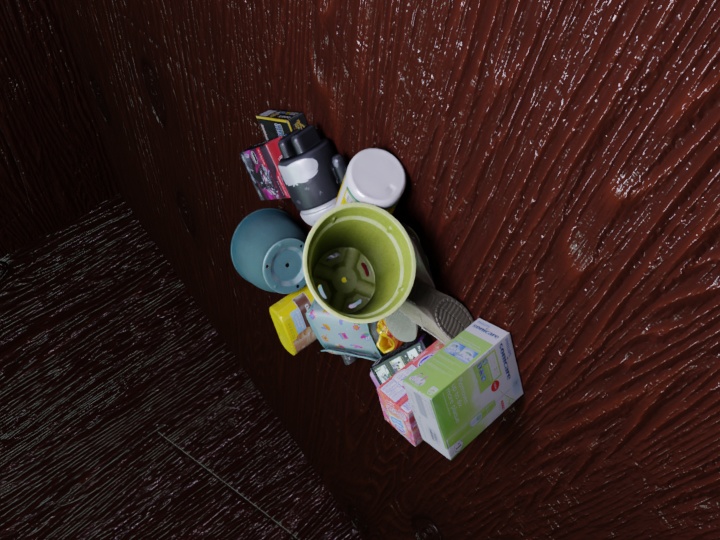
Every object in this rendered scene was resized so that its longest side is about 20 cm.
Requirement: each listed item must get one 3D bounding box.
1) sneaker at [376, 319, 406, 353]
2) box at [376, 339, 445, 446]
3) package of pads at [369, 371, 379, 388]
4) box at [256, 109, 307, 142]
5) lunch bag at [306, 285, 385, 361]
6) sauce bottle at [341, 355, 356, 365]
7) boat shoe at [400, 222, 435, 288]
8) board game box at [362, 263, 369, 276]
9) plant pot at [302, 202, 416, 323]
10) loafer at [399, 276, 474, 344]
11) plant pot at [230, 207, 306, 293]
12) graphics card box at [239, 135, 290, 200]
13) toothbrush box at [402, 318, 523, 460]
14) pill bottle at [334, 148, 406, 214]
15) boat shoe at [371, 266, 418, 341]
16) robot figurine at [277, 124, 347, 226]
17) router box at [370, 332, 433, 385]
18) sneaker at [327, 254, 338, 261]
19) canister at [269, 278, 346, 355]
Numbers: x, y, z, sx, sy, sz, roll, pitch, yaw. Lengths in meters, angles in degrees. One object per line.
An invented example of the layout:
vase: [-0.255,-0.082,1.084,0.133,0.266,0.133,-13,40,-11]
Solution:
sneaker: [0.074,0.106,1.488,0.073,0.076,0.204,40,141,36]
box: [0.140,0.232,1.357,0.102,0.198,0.097,31,147,44]
package of pads: [0.103,0.274,1.649,0.122,0.075,0.199,57,158,-3]
box: [-0.148,-0.255,1.538,0.158,0.049,0.204,22,138,52]
lunch bag: [-0.016,0.140,1.621,0.166,0.123,0.203,5,136,25]
sauce bottle: [-0.074,0.164,1.890,0.204,0.065,0.066,62,157,-4]
boat shoe: [0.103,0.000,1.324,0.070,0.061,0.205,-10,128,17]
board game box: [0.000,0.000,1.445,0.158,0.038,0.206,35,-140,-86]
plant pot: [-0.015,0.002,1.238,0.203,0.198,0.184,56,166,3]
loafer: [0.135,0.078,1.294,0.199,0.076,0.068,40,157,-5]
plant pot: [-0.204,-0.034,1.701,0.187,0.197,0.204,33,149,60]
graphics card box: [-0.203,-0.228,1.559,0.199,0.050,0.128,11,129,63]
toothbrush box: [0.188,0.209,1.231,0.085,0.198,0.149,23,140,50]
pill bottle: [0.011,-0.129,1.284,0.114,0.111,0.201,52,156,11]
boat shoe: [0.076,0.058,1.401,0.073,0.063,0.204,-8,121,25]
robot figurine: [-0.093,-0.191,1.412,0.204,0.122,0.150,66,173,-19]
router box: [0.133,0.261,1.503,0.147,0.051,0.203,-30,93,28]
sneaker: [-0.087,-0.041,1.599,0.198,0.113,0.078,20,136,59]
canister: [-0.121,0.101,1.731,0.086,0.198,0.152,30,146,47]
